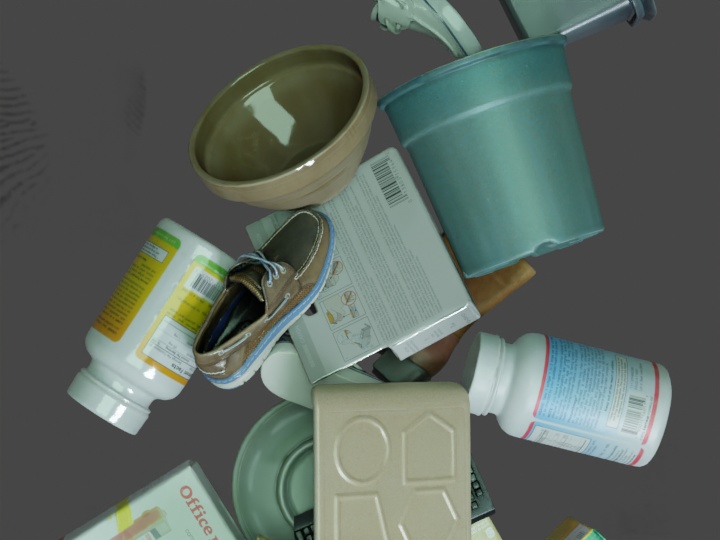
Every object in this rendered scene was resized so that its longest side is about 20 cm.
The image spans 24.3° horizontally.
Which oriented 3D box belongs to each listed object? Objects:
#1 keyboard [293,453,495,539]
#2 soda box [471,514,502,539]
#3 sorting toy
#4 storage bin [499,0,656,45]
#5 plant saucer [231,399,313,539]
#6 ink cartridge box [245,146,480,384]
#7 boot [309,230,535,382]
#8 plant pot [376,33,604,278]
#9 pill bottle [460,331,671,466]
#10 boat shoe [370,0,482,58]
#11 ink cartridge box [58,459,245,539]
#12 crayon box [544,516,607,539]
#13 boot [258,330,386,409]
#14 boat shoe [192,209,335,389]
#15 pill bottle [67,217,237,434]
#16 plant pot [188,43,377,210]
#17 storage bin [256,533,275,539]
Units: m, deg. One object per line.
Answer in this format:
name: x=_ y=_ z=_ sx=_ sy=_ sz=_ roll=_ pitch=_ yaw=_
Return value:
keyboard: x=0.040 y=0.269 z=1.668 sx=0.199 sy=0.021 sz=0.127 roll=-23 pitch=81 yaw=-3
soda box: x=0.058 y=0.325 z=1.705 sx=0.200 sy=0.064 sz=0.068 roll=-30 pitch=90 yaw=-6
sorting toy: x=0.029 y=0.209 z=1.611 sx=0.185 sy=0.036 sz=0.201 roll=1 pitch=82 yaw=-35
storage bin: x=0.198 y=-0.318 z=1.714 sx=0.134 sy=0.146 sz=0.200 roll=-28 pitch=90 yaw=5
plant saucer: x=-0.032 y=0.222 z=1.709 sx=0.199 sy=0.050 sz=0.201 roll=0 pitch=87 yaw=-5
ink cartridge box: x=0.000 y=0.000 z=1.664 sx=0.176 sy=0.045 sz=0.200 roll=-28 pitch=61 yaw=6
boot: x=0.052 y=0.002 z=1.719 sx=0.188 sy=0.068 sz=0.200 roll=42 pitch=80 yaw=9
plant pot: x=0.142 y=-0.107 z=1.657 sx=0.200 sy=0.200 sz=0.197 roll=-19 pitch=87 yaw=-5
pill bottle: x=0.207 y=0.126 z=1.703 sx=0.199 sy=0.109 sz=0.109 roll=15 pitch=86 yaw=-4
boat shoe: x=0.038 y=-0.278 z=1.731 sx=0.200 sy=0.074 sz=0.065 roll=44 pitch=90 yaw=8
ink cartridge box: x=-0.215 y=0.302 z=1.673 sx=0.200 sy=0.083 sz=0.145 roll=-32 pitch=91 yaw=-6
crayon box: x=0.173 y=0.343 z=1.686 sx=0.058 sy=0.119 sz=0.200 roll=45 pitch=85 yaw=-2
boot: x=-0.009 y=0.116 z=1.690 sx=0.200 sy=0.090 sz=0.073 roll=32 pitch=112 yaw=-12
boat shoe: x=-0.093 y=0.020 z=1.620 sx=0.072 sy=0.072 sz=0.200 roll=23 pitch=76 yaw=28
pill bottle: x=-0.205 y=0.058 z=1.671 sx=0.111 sy=0.111 sz=0.200 roll=33 pitch=86 yaw=-3
plant pot: x=-0.065 y=-0.127 z=1.679 sx=0.201 sy=0.201 sz=0.093 roll=-37 pitch=130 yaw=-5
storage bin: x=-0.028 y=0.358 z=1.550 sx=0.198 sy=0.200 sz=0.094 roll=23 pitch=103 yaw=-10
